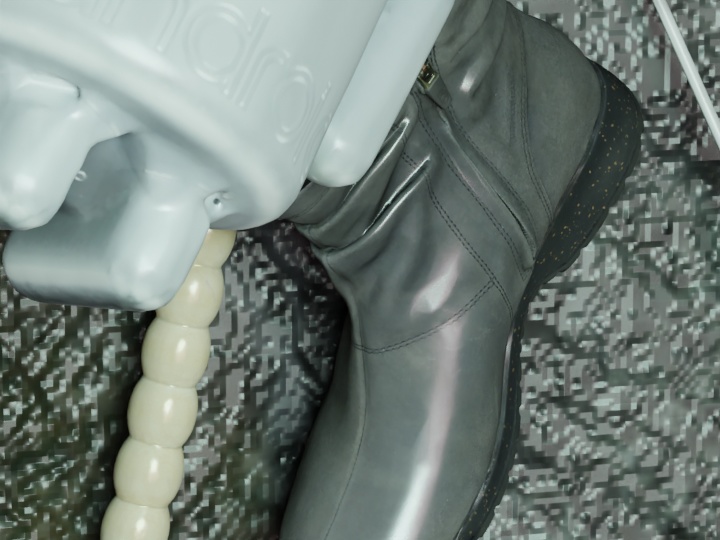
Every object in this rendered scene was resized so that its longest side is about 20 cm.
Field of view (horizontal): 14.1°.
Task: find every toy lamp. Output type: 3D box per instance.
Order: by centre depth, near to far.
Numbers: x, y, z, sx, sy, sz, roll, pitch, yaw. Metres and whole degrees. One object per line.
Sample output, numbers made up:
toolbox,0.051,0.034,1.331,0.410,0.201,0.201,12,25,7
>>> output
toy lamp,-0.056,0.029,0.868,0.058,0.058,0.201,9,96,-18

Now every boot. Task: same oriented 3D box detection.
boot,0.000,0.000,0.845,0.132,0.070,0.201,34,73,-51

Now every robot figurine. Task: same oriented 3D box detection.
robot figurine,-0.044,-0.090,0.733,0.169,0.113,0.201,36,70,-38

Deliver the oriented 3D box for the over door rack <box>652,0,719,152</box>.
over door rack,0.161,-0.097,0.909,0.147,0.067,0.201,-26,106,-11
